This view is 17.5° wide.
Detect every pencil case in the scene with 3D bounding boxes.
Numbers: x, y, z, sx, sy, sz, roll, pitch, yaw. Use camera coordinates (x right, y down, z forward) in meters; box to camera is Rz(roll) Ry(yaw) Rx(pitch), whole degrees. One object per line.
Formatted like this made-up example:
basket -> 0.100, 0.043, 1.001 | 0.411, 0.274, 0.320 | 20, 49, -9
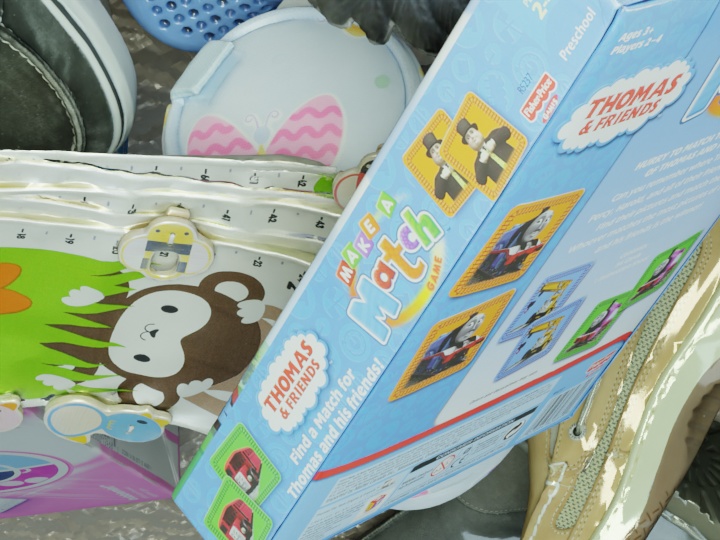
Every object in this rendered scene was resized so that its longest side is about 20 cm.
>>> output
pencil case -> 0.000, 0.000, 0.767 | 0.083, 0.091, 0.200 | -42, 149, -11

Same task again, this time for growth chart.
growth chart -> -0.063, 0.010, 0.673 | 0.198, 0.018, 0.145 | -1, 141, -5

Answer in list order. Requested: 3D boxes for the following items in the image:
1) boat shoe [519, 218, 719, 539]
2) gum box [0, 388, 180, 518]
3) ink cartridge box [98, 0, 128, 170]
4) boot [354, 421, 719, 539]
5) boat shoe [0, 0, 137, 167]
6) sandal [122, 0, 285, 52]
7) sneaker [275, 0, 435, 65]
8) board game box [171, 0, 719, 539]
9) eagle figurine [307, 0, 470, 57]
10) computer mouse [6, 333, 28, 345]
boat shoe -> 0.087, 0.050, 0.854 | 0.076, 0.072, 0.201 | 29, 93, 6
gum box -> -0.146, 0.037, 0.816 | 0.113, 0.067, 0.200 | -7, 163, 11
ink cartridge box -> -0.144, -0.099, 0.744 | 0.114, 0.068, 0.201 | -3, 135, 2
boot -> 0.077, 0.136, 0.972 | 0.181, 0.073, 0.200 | 30, 122, -8
boat shoe -> -0.142, -0.076, 0.666 | 0.072, 0.071, 0.200 | -32, 131, 25
sandal -> -0.023, -0.135, 0.697 | 0.079, 0.087, 0.200 | 16, 134, -17
sneaker -> 0.068, -0.078, 0.726 | 0.199, 0.074, 0.116 | -30, 85, 27
board game box -> 0.050, -0.016, 0.600 | 0.151, 0.037, 0.200 | -20, 152, -47
eagle figurine -> 0.012, -0.170, 0.579 | 0.151, 0.151, 0.200 | -29, 107, 37
computer mouse -> -0.058, -0.007, 0.776 | 0.034, 0.200, 0.059 | -3, 97, 30
